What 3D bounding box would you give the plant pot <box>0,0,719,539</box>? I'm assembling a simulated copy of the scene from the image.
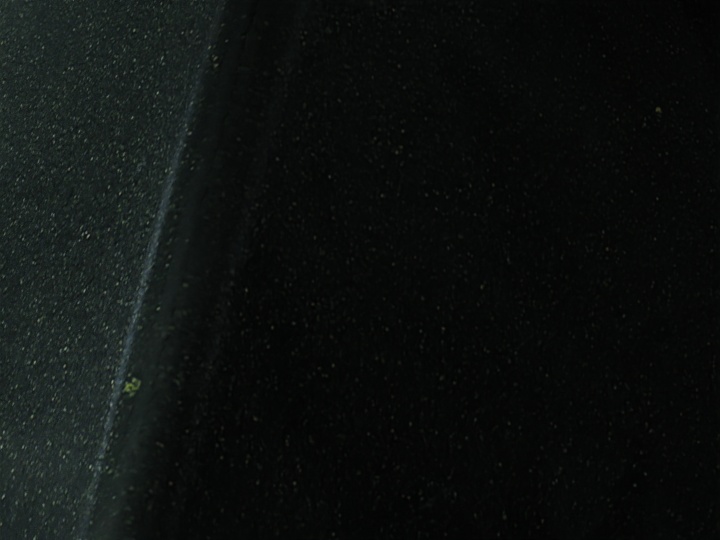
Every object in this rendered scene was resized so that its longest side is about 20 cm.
[{"bbox_3d":[-0.012,0.005,0.603,0.200,0.178,0.199,12,174,-33],"label":"plant pot"}]
